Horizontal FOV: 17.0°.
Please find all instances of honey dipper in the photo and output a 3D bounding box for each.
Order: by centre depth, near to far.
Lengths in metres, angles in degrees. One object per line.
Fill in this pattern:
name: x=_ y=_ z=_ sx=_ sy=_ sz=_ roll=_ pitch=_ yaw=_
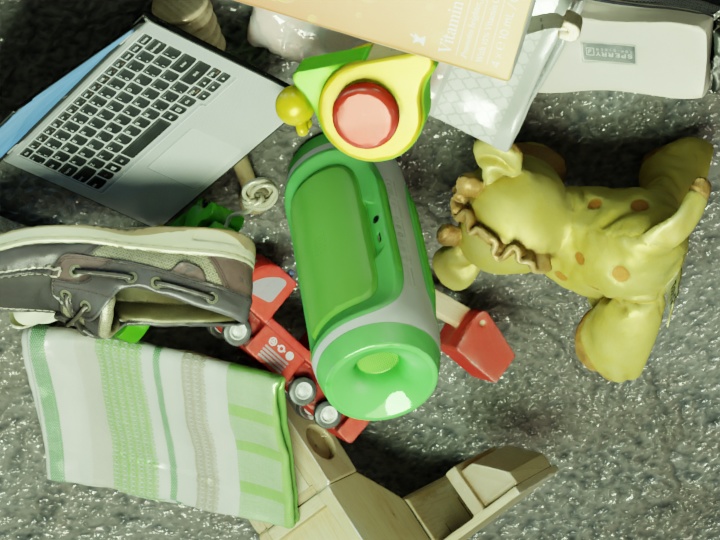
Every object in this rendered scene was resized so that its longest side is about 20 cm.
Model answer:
honey dipper: x=-0.090 y=-0.105 z=1.578 sx=0.038 sy=0.038 sz=0.200 roll=-15 pitch=138 yaw=5

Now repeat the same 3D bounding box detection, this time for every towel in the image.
towel: x=0.044 y=-0.183 z=1.485 sx=0.190 sy=0.032 sz=0.200 roll=24 pitch=128 yaw=-2
towel: x=-0.143 y=0.114 z=1.720 sx=0.199 sy=0.031 sz=0.150 roll=11 pitch=133 yaw=20

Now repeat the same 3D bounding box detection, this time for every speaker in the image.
speaker: x=0.000 y=0.000 z=1.582 sx=0.088 sy=0.200 sz=0.089 roll=-6 pitch=136 yaw=-5

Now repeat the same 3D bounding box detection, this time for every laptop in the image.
laptop: x=-0.167 y=-0.063 z=1.516 sx=0.200 sy=0.116 sz=0.187 roll=25 pitch=141 yaw=-27

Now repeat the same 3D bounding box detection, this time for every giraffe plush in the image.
giraffe plush: x=0.137 y=-0.025 z=1.628 sx=0.162 sy=0.200 sz=0.173 roll=19 pitch=100 yaw=3

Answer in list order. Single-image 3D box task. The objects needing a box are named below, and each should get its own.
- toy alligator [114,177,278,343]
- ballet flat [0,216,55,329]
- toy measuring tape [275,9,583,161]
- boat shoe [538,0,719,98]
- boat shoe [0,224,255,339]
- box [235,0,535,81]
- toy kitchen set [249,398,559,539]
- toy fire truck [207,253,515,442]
toy alligator: x=-0.111 y=-0.020 z=1.628 sx=0.059 sy=0.054 sz=0.200 roll=22 pitch=135 yaw=-25
ballet flat: x=-0.243 y=0.001 z=1.631 sx=0.200 sy=0.067 sz=0.068 roll=25 pitch=127 yaw=-31
toy measuring tape: x=0.044 y=-0.109 z=1.480 sx=0.199 sy=0.074 sz=0.074 roll=-10 pitch=137 yaw=15
boat shoe: x=0.152 y=-0.161 z=1.546 sx=0.199 sy=0.093 sz=0.075 roll=13 pitch=125 yaw=19
boat shoe: x=-0.166 y=0.011 z=1.560 sx=0.199 sy=0.065 sz=0.072 roll=-2 pitch=154 yaw=-4
box: x=0.014 y=-0.210 z=1.392 sx=0.199 sy=0.098 sz=0.125 roll=16 pitch=128 yaw=3
toy kitchen set: x=0.025 y=0.129 z=1.811 sx=0.163 sy=0.181 sz=0.200 roll=-39 pitch=169 yaw=30
toy fire truck: x=-0.004 y=0.041 z=1.708 sx=0.200 sy=0.049 sz=0.141 roll=43 pitch=81 yaw=-17
